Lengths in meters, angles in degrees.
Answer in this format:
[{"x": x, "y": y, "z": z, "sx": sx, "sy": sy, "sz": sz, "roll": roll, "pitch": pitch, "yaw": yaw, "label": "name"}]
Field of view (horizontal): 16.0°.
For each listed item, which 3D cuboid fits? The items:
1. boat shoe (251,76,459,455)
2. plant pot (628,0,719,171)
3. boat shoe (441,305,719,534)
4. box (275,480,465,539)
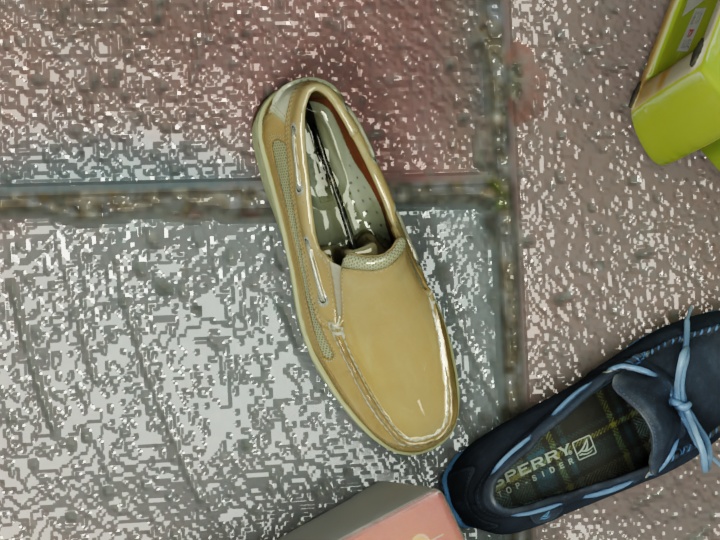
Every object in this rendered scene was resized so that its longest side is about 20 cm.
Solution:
[{"x": 0.000, "y": 0.000, "z": 1.283, "sx": 0.072, "sy": 0.076, "sz": 0.200, "roll": -26, "pitch": 94, "yaw": -15, "label": "boat shoe"}, {"x": 0.256, "y": -0.119, "z": 1.302, "sx": 0.181, "sy": 0.200, "sz": 0.199, "roll": 22, "pitch": 82, "yaw": -5, "label": "plant pot"}, {"x": 0.141, "y": 0.086, "z": 1.321, "sx": 0.200, "sy": 0.069, "sz": 0.084, "roll": -33, "pitch": 96, "yaw": -14, "label": "boat shoe"}, {"x": 0.003, "y": 0.226, "z": 1.257, "sx": 0.152, "sy": 0.106, "sz": 0.200, "roll": -27, "pitch": 95, "yaw": -15, "label": "box"}]
